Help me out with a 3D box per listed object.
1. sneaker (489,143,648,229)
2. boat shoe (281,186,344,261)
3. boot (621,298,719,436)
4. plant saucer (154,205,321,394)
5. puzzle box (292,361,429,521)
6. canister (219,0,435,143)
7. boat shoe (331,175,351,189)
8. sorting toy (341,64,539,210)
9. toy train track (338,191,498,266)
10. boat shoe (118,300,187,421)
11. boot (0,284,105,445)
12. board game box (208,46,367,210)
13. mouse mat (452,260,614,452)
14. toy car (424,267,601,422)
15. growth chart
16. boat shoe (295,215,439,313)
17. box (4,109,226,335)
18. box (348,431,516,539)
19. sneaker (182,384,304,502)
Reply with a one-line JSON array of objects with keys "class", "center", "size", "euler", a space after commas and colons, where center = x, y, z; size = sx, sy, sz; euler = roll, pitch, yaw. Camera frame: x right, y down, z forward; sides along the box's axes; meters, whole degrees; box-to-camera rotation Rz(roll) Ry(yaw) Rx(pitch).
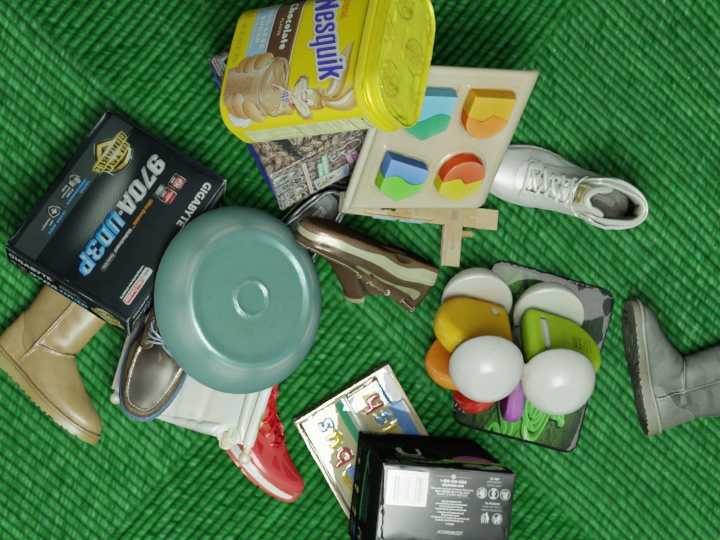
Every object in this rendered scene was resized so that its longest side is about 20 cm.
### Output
[{"class": "sneaker", "center": [0.232, -0.098, 1.555], "size": [0.197, 0.116, 0.075], "euler": [15, 93, -6]}, {"class": "boat shoe", "center": [-0.086, -0.012, 1.540], "size": [0.199, 0.068, 0.074], "euler": [-44, 98, -3]}, {"class": "boot", "center": [0.417, 0.099, 1.613], "size": [0.197, 0.073, 0.184], "euler": [-14, 109, 0]}, {"class": "plant saucer", "center": [-0.122, 0.030, 1.454], "size": [0.197, 0.036, 0.203], "euler": [2, 85, -28]}, {"class": "puzzle box", "center": [0.023, 0.226, 1.590], "size": [0.132, 0.025, 0.202], "euler": [-31, 97, -4]}, {"class": "canister", "center": [-0.036, -0.205, 1.361], "size": [0.198, 0.086, 0.151], "euler": [-3, 66, 34]}, {"class": "boat shoe", "center": [0.050, -0.143, 1.555], "size": [0.197, 0.060, 0.075], "euler": [-15, 96, -6]}, {"class": "sorting toy", "center": [0.089, -0.136, 1.467], "size": [0.197, 0.037, 0.187], "euler": [-5, 134, -30]}, {"class": "toy train track", "center": [0.064, -0.067, 1.559], "size": [0.197, 0.032, 0.117], "euler": [6, 89, -24]}, {"class": "boat shoe", "center": [-0.208, 0.064, 1.472], "size": [0.071, 0.072, 0.202], "euler": [21, 75, -3]}, {"class": "boot", "center": [-0.296, 0.064, 1.505], "size": [0.175, 0.066, 0.200], "euler": [41, 87, 7]}, {"class": "board game box", "center": [-0.041, -0.193, 1.495], "size": [0.198, 0.097, 0.161], "euler": [-28, 72, -5]}, {"class": "mouse mat", "center": [0.206, 0.103, 1.618], "size": [0.159, 0.008, 0.203], "euler": [15, 92, -8]}, {"class": "toy car", "center": [0.169, 0.104, 1.545], "size": [0.197, 0.176, 0.151], "euler": [10, 126, -8]}, {"class": "growth chart", "center": [-0.183, 0.112, 1.507], "size": [0.198, 0.018, 0.146], "euler": [19, 76, 18]}, {"class": "boat shoe", "center": [0.003, 0.002, 1.519], "size": [0.201, 0.075, 0.076], "euler": [20, 100, -36]}, {"class": "box", "center": [-0.263, -0.054, 1.475], "size": [0.158, 0.046, 0.201], "euler": [31, 66, 5]}, {"class": "box", "center": [0.073, 0.256, 1.484], "size": [0.146, 0.200, 0.126], "euler": [6, 91, -7]}, {"class": "sneaker", "center": [-0.106, 0.158, 1.535], "size": [0.115, 0.078, 0.200], "euler": [-40, 99, 8]}]
